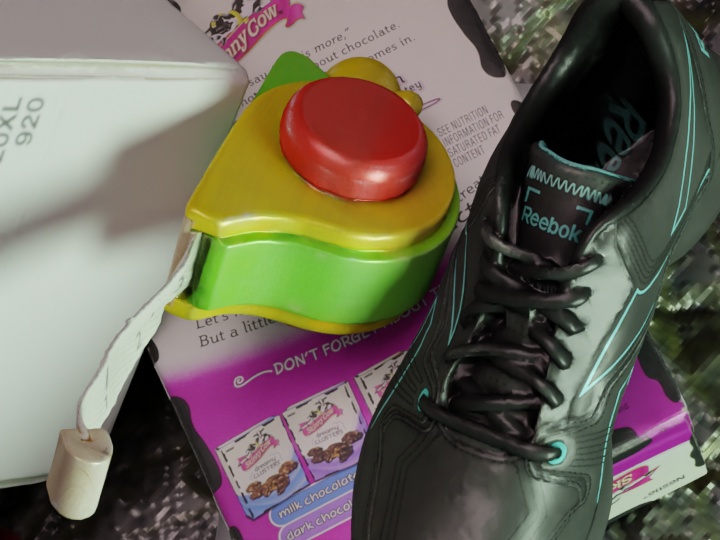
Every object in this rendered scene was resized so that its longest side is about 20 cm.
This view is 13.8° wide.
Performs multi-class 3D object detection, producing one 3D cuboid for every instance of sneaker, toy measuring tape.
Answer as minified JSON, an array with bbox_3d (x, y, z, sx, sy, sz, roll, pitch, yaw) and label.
[{"bbox_3d":[0.044,0.011,0.815,0.075,0.079,0.201,17,74,18],"label":"sneaker"},{"bbox_3d":[-0.019,0.005,0.811,0.073,0.074,0.200,8,38,16],"label":"toy measuring tape"}]

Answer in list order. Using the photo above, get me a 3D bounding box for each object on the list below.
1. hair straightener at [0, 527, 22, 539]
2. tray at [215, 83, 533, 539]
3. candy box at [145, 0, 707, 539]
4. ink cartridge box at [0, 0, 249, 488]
[{"bbox_3d":[-0.201,0.122,0.918,0.199,0.077,0.041,-30,46,3],"label":"hair straightener"},{"bbox_3d":[0.013,0.027,0.936,0.107,0.022,0.201,4,69,13],"label":"tray"},{"bbox_3d":[0.000,0.000,0.904,0.136,0.061,0.201,-26,66,1],"label":"candy box"},{"bbox_3d":[-0.162,-0.046,0.873,0.200,0.144,0.148,42,121,35],"label":"ink cartridge box"}]
